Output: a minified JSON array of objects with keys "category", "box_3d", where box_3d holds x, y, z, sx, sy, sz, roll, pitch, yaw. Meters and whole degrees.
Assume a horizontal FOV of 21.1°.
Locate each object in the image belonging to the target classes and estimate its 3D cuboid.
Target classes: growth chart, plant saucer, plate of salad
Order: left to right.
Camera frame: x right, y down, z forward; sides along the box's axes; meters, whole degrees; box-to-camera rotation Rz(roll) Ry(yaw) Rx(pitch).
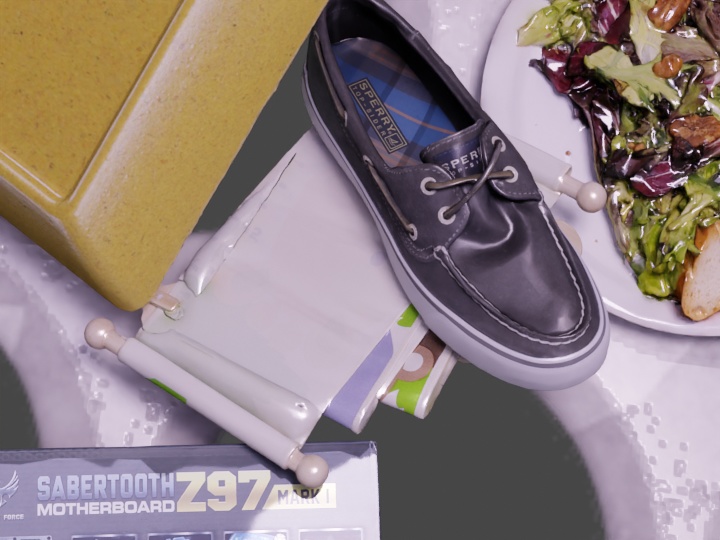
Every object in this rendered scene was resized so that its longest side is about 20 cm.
[{"category":"plant saucer","box_3d":[-0.127,-0.116,0.791,0.199,0.048,0.201,36,105,15]},{"category":"growth chart","box_3d":[0.000,0.000,0.824,0.144,0.018,0.200,36,66,22]},{"category":"plate of salad","box_3d":[0.153,-0.071,0.872,0.198,0.048,0.202,1,77,-5]}]

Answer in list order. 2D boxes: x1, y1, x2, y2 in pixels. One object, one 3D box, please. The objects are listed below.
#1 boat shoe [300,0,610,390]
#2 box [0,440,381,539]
[{"category":"boat shoe","box_3d":[0.037,-0.041,0.799,0.070,0.066,0.201,-24,60,-13]},{"category":"box","box_3d":[-0.088,0.152,0.792,0.198,0.051,0.159,-1,77,-6]}]
